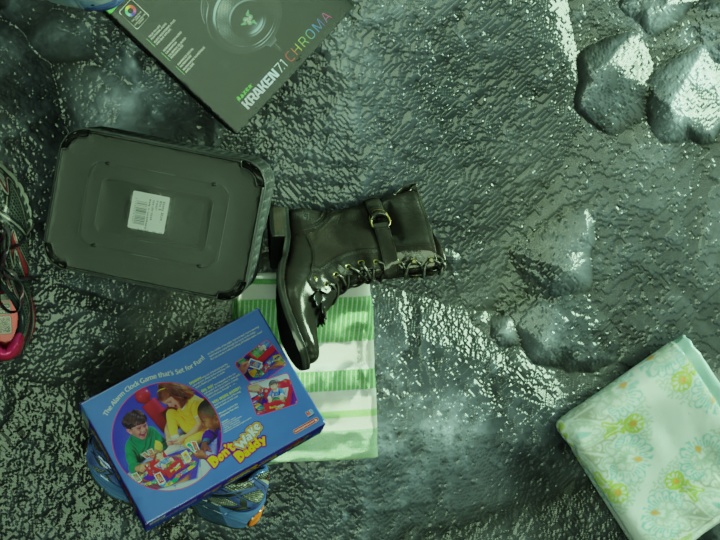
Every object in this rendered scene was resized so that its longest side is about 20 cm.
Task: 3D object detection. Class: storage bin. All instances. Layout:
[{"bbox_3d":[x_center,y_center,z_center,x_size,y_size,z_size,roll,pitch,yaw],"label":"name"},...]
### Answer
[{"bbox_3d":[-0.192,-0.057,1.651,0.199,0.094,0.136,11,96,1],"label":"storage bin"}]

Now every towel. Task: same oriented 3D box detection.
[{"bbox_3d":[-0.058,0.099,1.755,0.152,0.023,0.201,-3,98,-11],"label":"towel"},{"bbox_3d":[0.328,0.194,1.828,0.171,0.048,0.200,-35,102,-5],"label":"towel"}]

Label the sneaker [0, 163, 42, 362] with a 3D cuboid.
[{"bbox_3d":[-0.350,-0.011,1.659,0.080,0.075,0.201,-12,99,-9],"label":"sneaker"}]

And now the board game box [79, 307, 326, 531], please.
[{"bbox_3d":[-0.153,0.143,1.667,0.199,0.045,0.135,-28,78,-15],"label":"board game box"}]

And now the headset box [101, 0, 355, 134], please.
[{"bbox_3d":[-0.138,-0.263,1.653,0.200,0.093,0.174,44,88,-12],"label":"headset box"}]

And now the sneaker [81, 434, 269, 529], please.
[{"bbox_3d":[-0.180,0.192,1.710,0.199,0.076,0.079,15,127,-20],"label":"sneaker"}]

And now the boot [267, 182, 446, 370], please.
[{"bbox_3d":[0.000,0.000,1.690,0.173,0.069,0.201,-5,59,-7],"label":"boot"}]

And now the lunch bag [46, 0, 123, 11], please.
[{"bbox_3d":[-0.275,-0.331,1.579,0.199,0.076,0.161,16,78,20],"label":"lunch bag"}]
